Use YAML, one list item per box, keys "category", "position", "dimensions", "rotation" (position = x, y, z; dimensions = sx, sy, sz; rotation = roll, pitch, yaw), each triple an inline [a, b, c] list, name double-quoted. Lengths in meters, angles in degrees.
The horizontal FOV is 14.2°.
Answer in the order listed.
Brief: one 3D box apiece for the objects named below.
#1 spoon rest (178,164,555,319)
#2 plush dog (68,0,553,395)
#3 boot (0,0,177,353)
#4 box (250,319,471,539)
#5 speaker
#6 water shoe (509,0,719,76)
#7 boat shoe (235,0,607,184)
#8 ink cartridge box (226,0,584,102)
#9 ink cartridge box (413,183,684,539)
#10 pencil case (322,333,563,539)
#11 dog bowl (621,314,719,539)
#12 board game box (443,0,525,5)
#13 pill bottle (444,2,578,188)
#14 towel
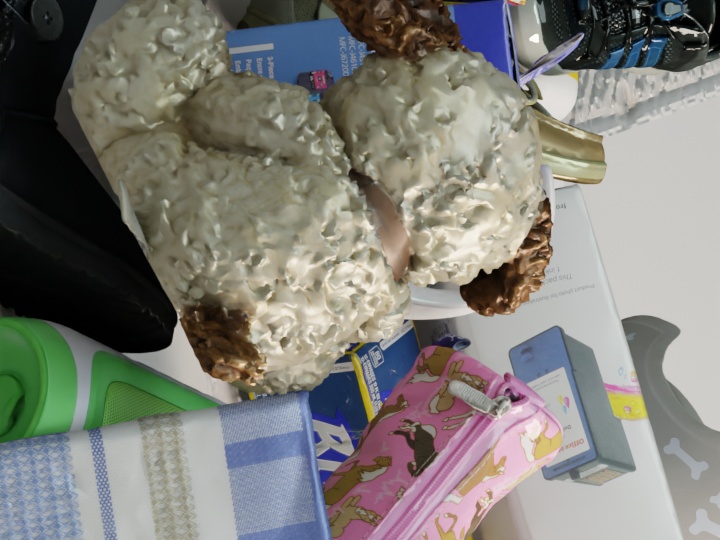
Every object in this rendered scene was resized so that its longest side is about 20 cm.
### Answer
- category: "spoon rest"
  position: [0.000, 0.000, 1.382]
  dimensions: [0.099, 0.198, 0.061]
  rotation: [104, -28, -78]
- category: "plush dog"
  position: [-0.006, -0.032, 1.212]
  dimensions: [0.201, 0.171, 0.161]
  rotation: [63, -2, -28]
- category: "boot"
  position: [-0.135, -0.076, 1.286]
  dimensions: [0.200, 0.076, 0.169]
  rotation: [37, 58, -39]
- category: "box"
  position: [0.009, 0.127, 1.456]
  dimensions: [0.064, 0.070, 0.201]
  rotation: [-36, 114, -56]
- category: "speaker"
  position: [-0.105, 0.085, 1.296]
  dimensions: [0.200, 0.088, 0.089]
  rotation: [29, 60, -50]
- category: "water shoe"
  position: [0.142, -0.141, 1.507]
  dimensions: [0.200, 0.078, 0.072]
  rotation: [-6, 89, -60]
- category: "boat shoe"
  position: [0.038, -0.102, 1.458]
  dimensions: [0.073, 0.200, 0.063]
  rotation: [-18, 133, -85]
- category: "ink cartridge box"
  position: [0.006, -0.077, 1.354]
  dimensions: [0.136, 0.198, 0.077]
  rotation: [30, 56, -89]
- category: "ink cartridge box"
  position: [0.086, 0.072, 1.487]
  dimensions: [0.145, 0.087, 0.201]
  rotation: [131, -54, -76]
- category: "pencil case"
  position: [0.006, 0.123, 1.310]
  dimensions: [0.200, 0.082, 0.087]
  rotation: [-48, 140, -24]
- category: "dog bowl"
  position: [0.148, 0.128, 1.581]
  dimensions: [0.058, 0.200, 0.202]
  rotation: [-13, 96, -24]
- category: "board game box"
  position: [-0.040, -0.170, 1.315]
  dimensions: [0.199, 0.151, 0.047]
  rotation: [16, 86, -38]
- category: "pill bottle"
  position: [0.059, -0.136, 1.555]
  dimensions: [0.114, 0.114, 0.202]
  rotation: [12, 74, -55]
- category: "towel"
  position: [-0.106, 0.137, 1.204]
  dimensions: [0.199, 0.024, 0.148]
  rotation: [-11, 95, -15]
